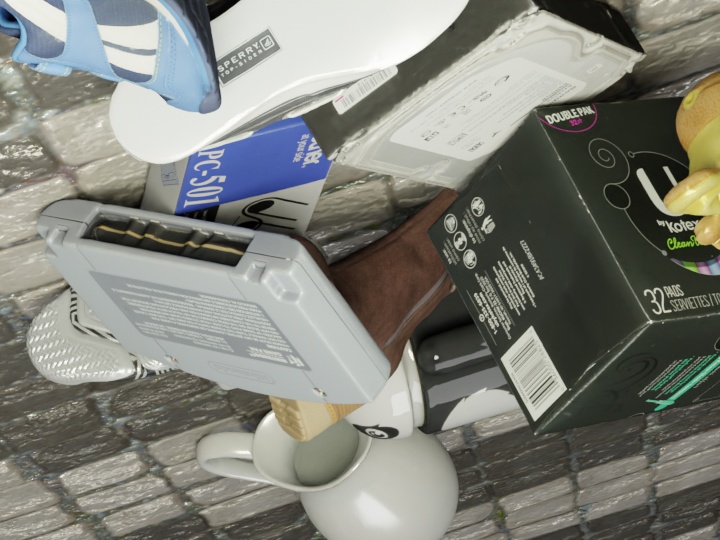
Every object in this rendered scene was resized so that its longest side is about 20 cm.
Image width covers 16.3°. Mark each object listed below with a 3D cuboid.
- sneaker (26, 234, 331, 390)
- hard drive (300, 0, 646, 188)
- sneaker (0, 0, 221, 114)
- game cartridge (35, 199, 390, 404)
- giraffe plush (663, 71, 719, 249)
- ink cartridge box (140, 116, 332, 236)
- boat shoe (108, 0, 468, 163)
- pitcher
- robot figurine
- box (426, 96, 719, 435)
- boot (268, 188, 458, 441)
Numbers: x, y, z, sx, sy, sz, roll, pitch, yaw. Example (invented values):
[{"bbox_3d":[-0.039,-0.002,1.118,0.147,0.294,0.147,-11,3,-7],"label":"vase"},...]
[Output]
[{"bbox_3d":[-0.116,0.042,1.628,0.200,0.075,0.115,-17,159,-12],"label":"sneaker"},{"bbox_3d":[0.066,-0.101,1.368,0.140,0.038,0.200,-35,166,17],"label":"hard drive"},{"bbox_3d":[-0.121,-0.125,1.157,0.082,0.074,0.200,-19,154,12],"label":"sneaker"},{"bbox_3d":[-0.081,0.021,1.438,0.200,0.040,0.133,11,146,38],"label":"game cartridge"},{"bbox_3d":[0.242,-0.081,1.358,0.172,0.200,0.162,37,112,-23],"label":"giraffe plush"},{"bbox_3d":[-0.070,-0.056,1.438,0.094,0.044,0.200,-14,161,-16],"label":"ink cartridge box"},{"bbox_3d":[-0.031,-0.113,1.274,0.200,0.072,0.068,-30,178,11],"label":"boat shoe"},{"bbox_3d":[-0.023,0.164,2.040,0.171,0.121,0.200,-3,158,27],"label":"pitcher"},{"bbox_3d":[0.069,0.045,1.728,0.200,0.125,0.150,-15,144,-8],"label":"robot figurine"},{"bbox_3d":[0.171,-0.007,1.464,0.200,0.149,0.124,-8,151,-40],"label":"box"},{"bbox_3d":[0.000,0.000,1.551,0.166,0.072,0.200,-46,154,-24],"label":"boot"}]
